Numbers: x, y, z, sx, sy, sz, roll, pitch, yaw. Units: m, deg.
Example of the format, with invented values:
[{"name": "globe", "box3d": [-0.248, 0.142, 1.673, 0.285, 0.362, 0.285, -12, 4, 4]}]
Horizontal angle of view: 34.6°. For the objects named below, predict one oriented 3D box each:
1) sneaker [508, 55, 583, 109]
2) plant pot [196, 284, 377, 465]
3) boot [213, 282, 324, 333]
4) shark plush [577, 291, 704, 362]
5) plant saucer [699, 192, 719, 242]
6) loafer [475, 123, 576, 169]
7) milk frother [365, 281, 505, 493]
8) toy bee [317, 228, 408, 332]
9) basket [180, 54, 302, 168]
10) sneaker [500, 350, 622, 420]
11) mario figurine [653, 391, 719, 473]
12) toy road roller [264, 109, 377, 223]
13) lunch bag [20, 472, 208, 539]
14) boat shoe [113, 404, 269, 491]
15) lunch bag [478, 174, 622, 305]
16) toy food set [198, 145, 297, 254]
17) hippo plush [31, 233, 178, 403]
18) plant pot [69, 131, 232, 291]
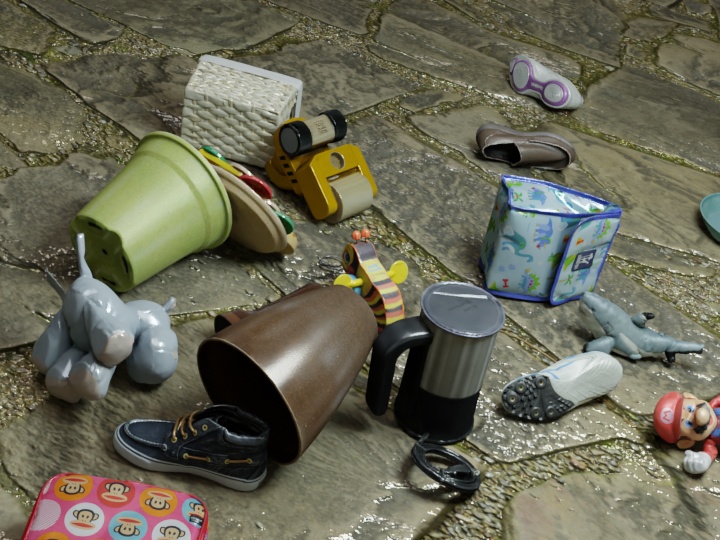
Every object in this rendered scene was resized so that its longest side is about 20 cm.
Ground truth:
[{"name": "sneaker", "box3d": [0.401, -0.401, 2.511, 0.099, 0.076, 0.200, 5, 30, -45]}, {"name": "plant pot", "box3d": [-0.074, 0.111, 1.474, 0.186, 0.189, 0.199, 33, 53, 28]}, {"name": "boot", "box3d": [-0.083, 0.092, 1.655, 0.198, 0.065, 0.186, -15, 45, -41]}, {"name": "shark plush", "box3d": [0.427, 0.098, 1.779, 0.198, 0.084, 0.091, 25, 36, 17]}, {"name": "plant saucer", "box3d": [0.728, -0.078, 2.168, 0.196, 0.036, 0.201, 9, 35, -6]}, {"name": "loafer", "box3d": [0.317, -0.225, 2.228, 0.196, 0.074, 0.072, 10, 44, 5]}, {"name": "milk frother", "box3d": [0.122, 0.155, 1.509, 0.179, 0.190, 0.199, -21, 46, -38]}, {"name": "toy bee", "box3d": [0.000, 0.000, 1.764, 0.198, 0.110, 0.130, 30, 40, 24]}, {"name": "basket", "box3d": [-0.217, -0.282, 2.073, 0.197, 0.137, 0.124, 15, 36, 4]}, {"name": "sneaker", "box3d": [0.285, 0.166, 1.666, 0.197, 0.073, 0.072, -13, 7, -23]}, {"name": "mario figurine", "box3d": [0.508, 0.219, 1.617, 0.196, 0.107, 0.124, 11, 36, -4]}, {"name": "toy road roller", "box3d": [-0.079, -0.170, 1.997, 0.122, 0.145, 0.202, -24, 85, -41]}, {"name": "lunch bag", "box3d": [-0.272, 0.317, 1.258, 0.196, 0.083, 0.177, 10, 38, -1]}, {"name": "boat shoe", "box3d": [-0.207, 0.201, 1.426, 0.197, 0.092, 0.071, 14, 34, 2]}, {"name": "lunch bag", "box3d": [0.307, -0.043, 1.865, 0.196, 0.172, 0.128, 8, 34, -9]}, {"name": "toy food set", "box3d": [-0.184, -0.101, 1.784, 0.198, 0.199, 0.049, 32, 68, 15]}, {"name": "hippo plush", "box3d": [-0.332, 0.092, 1.535, 0.160, 0.159, 0.202, 19, 35, -51]}, {"name": "plant pot", "box3d": [-0.324, -0.073, 1.714, 0.199, 0.202, 0.184, 29, 49, 23]}]
